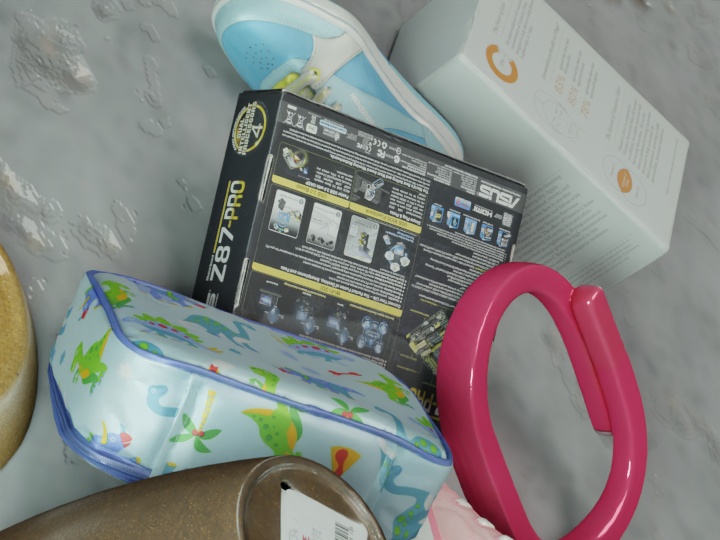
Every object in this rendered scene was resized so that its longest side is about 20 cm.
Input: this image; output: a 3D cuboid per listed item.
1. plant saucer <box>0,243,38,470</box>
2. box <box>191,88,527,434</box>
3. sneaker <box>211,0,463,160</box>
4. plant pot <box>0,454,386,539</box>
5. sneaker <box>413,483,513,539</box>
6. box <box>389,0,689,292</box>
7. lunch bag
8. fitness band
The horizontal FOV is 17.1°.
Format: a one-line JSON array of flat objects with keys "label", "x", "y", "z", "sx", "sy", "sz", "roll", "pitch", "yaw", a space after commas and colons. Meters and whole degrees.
[{"label": "plant saucer", "x": -0.233, "y": 0.015, "z": 1.185, "sx": 0.199, "sy": 0.035, "sz": 0.201, "roll": 29, "pitch": 43, "yaw": -31}, {"label": "box", "x": 0.000, "y": 0.000, "z": 1.388, "sx": 0.199, "sy": 0.049, "sz": 0.163, "roll": 18, "pitch": 80, "yaw": -39}, {"label": "sneaker", "x": -0.019, "y": -0.082, "z": 1.469, "sx": 0.200, "sy": 0.079, "sz": 0.131, "roll": 38, "pitch": 38, "yaw": -20}, {"label": "plant pot", "x": -0.082, "y": 0.169, "z": 1.095, "sx": 0.186, "sy": 0.200, "sz": 0.188, "roll": 29, "pitch": 43, "yaw": -31}, {"label": "sneaker", "x": 0.082, "y": 0.180, "z": 1.322, "sx": 0.104, "sy": 0.076, "sz": 0.201, "roll": -13, "pitch": 44, "yaw": -8}, {"label": "box", "x": 0.115, "y": -0.091, "z": 1.611, "sx": 0.200, "sy": 0.097, "sz": 0.125, "roll": 42, "pitch": 38, "yaw": -18}, {"label": "lunch bag", "x": -0.059, "y": 0.073, "z": 1.227, "sx": 0.199, "sy": 0.083, "sz": 0.161, "roll": 21, "pitch": 12, "yaw": -21}, {"label": "fitness band", "x": 0.110, "y": 0.090, "z": 1.441, "sx": 0.144, "sy": 0.037, "sz": 0.201, "roll": -42, "pitch": 122, "yaw": -35}]
